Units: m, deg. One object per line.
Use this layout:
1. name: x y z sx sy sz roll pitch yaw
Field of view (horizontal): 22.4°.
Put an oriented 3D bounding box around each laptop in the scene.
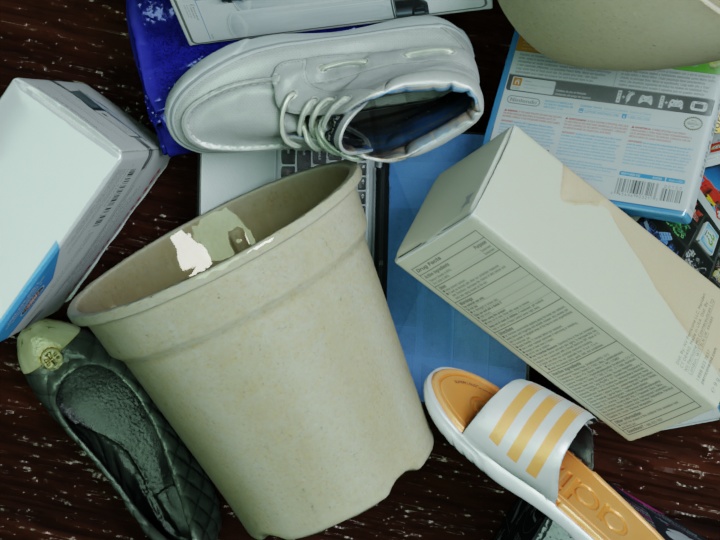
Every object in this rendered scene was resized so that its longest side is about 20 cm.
1. laptop: 0.000 0.000 1.201 0.200 0.116 0.188 -1 97 -18

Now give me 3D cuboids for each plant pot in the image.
1. plant pot: -0.051 0.058 1.131 0.200 0.200 0.184 -26 103 3

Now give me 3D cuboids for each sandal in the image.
1. sandal: 0.134 0.118 1.136 0.207 0.079 0.059 40 120 5

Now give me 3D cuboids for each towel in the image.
1. towel: -0.053 -0.168 1.196 0.200 0.050 0.148 -15 74 0

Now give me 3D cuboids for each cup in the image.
1. cup: 0.158 -0.197 1.066 0.143 0.200 0.200 -30 97 45

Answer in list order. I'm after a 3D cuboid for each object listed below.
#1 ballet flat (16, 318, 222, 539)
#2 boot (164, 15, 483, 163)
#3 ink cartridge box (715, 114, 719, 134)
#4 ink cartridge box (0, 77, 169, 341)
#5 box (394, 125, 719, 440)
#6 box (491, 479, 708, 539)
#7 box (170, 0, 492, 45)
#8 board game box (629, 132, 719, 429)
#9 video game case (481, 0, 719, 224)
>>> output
1. ballet flat: -0.163 0.112 1.250 0.066 0.057 0.200 -39 95 4
2. boot: -0.023 -0.102 1.118 0.200 0.096 0.074 -15 120 2
3. ink cartridge box: 0.242 -0.144 1.202 0.175 0.084 0.200 23 96 -1
4. ink cartridge box: -0.205 -0.041 1.161 0.086 0.200 0.147 36 95 -2
5. box: 0.132 0.011 1.123 0.200 0.095 0.078 38 57 -15
6. box: 0.184 0.234 1.232 0.200 0.115 0.132 30 96 -3
7. box: -0.022 -0.203 1.120 0.200 0.117 0.060 -6 67 4
8. board game box: 0.213 0.012 1.192 0.126 0.035 0.200 -13 119 22
9. video game case: 0.163 -0.135 1.145 0.143 0.018 0.200 11 78 27
